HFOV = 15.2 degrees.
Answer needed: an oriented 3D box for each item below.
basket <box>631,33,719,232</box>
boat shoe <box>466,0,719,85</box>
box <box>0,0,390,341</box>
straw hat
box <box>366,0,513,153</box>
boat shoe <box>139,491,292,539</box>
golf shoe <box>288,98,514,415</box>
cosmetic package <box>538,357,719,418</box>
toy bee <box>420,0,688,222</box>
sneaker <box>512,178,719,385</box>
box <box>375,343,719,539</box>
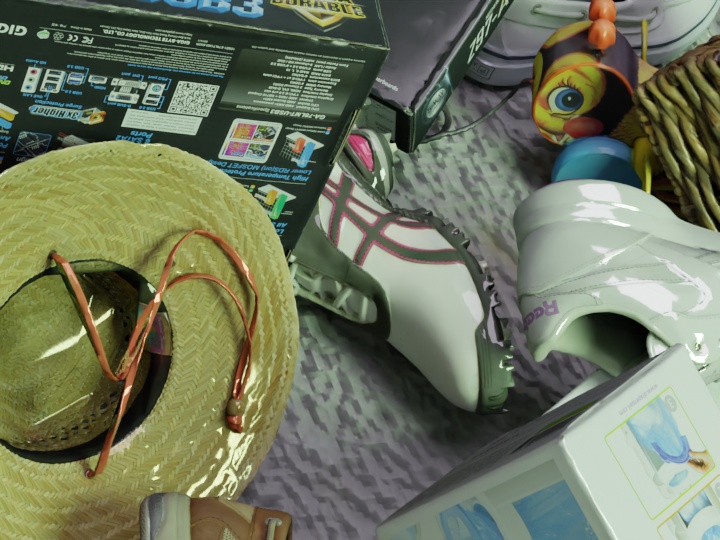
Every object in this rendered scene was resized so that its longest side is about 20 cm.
[{"bbox_3d":[0.254,-0.045,1.313,0.149,0.142,0.201,-30,96,-42],"label":"basket"},{"bbox_3d":[0.135,-0.151,1.463,0.199,0.067,0.074,-24,62,-41],"label":"boat shoe"},{"bbox_3d":[-0.112,-0.051,1.146,0.198,0.199,0.050,6,48,-21],"label":"box"},{"bbox_3d":[-0.129,0.036,1.130,0.200,0.203,0.085,-15,17,-36],"label":"straw hat"},{"bbox_3d":[-0.018,-0.172,1.362,0.199,0.044,0.161,29,68,13],"label":"box"},{"bbox_3d":[-0.046,0.166,1.046,0.071,0.076,0.201,-4,51,-5],"label":"boat shoe"},{"bbox_3d":[0.000,0.000,1.259,0.088,0.077,0.200,-22,54,-21],"label":"golf shoe"},{"bbox_3d":[0.139,0.089,1.228,0.101,0.074,0.200,39,42,14],"label":"cosmetic package"},{"bbox_3d":[0.126,-0.079,1.359,0.199,0.109,0.132,0,50,-26],"label":"toy bee"},{"bbox_3d":[0.161,0.026,1.210,0.198,0.075,0.100,11,57,-8],"label":"sneaker"},{"bbox_3d":[0.116,0.152,1.071,0.101,0.112,0.201,-30,90,-49],"label":"box"}]
